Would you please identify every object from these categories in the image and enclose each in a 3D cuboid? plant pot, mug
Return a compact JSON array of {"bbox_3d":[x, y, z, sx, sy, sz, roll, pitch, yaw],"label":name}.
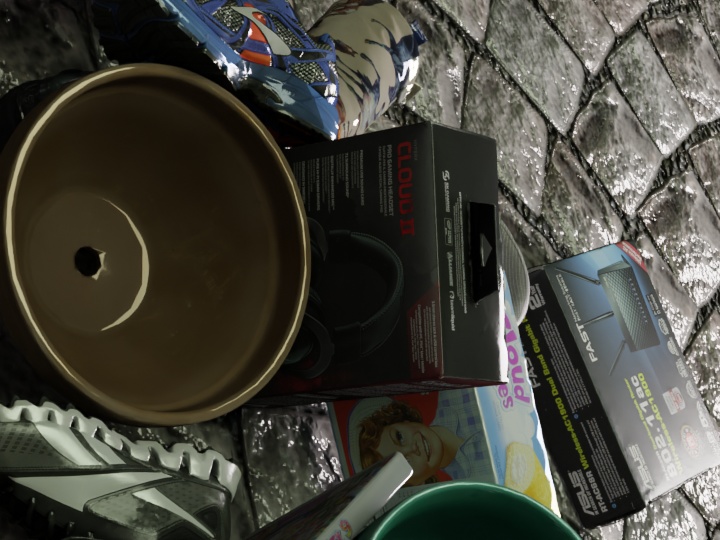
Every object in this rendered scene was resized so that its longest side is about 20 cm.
[{"bbox_3d":[-0.132,-0.009,1.061,0.200,0.093,0.202,8,77,-38],"label":"plant pot"},{"bbox_3d":[0.059,0.211,1.014,0.185,0.114,0.152,37,57,-4],"label":"mug"}]

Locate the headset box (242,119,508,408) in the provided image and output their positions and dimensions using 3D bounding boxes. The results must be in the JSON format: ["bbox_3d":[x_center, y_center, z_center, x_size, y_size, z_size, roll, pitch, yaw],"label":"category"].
[{"bbox_3d":[0.000,0.000,1.123,0.077,0.199,0.150,9,77,-53],"label":"headset box"}]

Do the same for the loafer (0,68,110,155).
[{"bbox_3d":[-0.132,-0.084,1.150,0.200,0.070,0.068,4,65,-51],"label":"loafer"}]

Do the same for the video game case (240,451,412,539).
[{"bbox_3d":[-0.066,0.174,1.002,0.018,0.143,0.200,54,36,-4],"label":"video game case"}]

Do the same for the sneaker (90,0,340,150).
[{"bbox_3d":[-0.082,-0.137,1.099,0.200,0.075,0.079,33,61,-50],"label":"sneaker"}]

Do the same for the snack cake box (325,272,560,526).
[{"bbox_3d":[0.049,0.109,1.186,0.067,0.115,0.201,-12,90,-54],"label":"snack cake box"}]

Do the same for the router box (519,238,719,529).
[{"bbox_3d":[0.192,0.083,1.460,0.150,0.062,0.201,-16,81,-53],"label":"router box"}]

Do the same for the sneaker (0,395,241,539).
[{"bbox_3d":[-0.147,0.125,0.984,0.200,0.066,0.091,18,53,-34],"label":"sneaker"}]

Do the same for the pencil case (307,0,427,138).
[{"bbox_3d":[-0.020,-0.118,1.308,0.089,0.078,0.200,37,38,-1],"label":"pencil case"}]

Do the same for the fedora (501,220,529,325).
[{"bbox_3d":[0.055,0.017,1.304,0.177,0.090,0.200,39,41,-29],"label":"fedora"}]
